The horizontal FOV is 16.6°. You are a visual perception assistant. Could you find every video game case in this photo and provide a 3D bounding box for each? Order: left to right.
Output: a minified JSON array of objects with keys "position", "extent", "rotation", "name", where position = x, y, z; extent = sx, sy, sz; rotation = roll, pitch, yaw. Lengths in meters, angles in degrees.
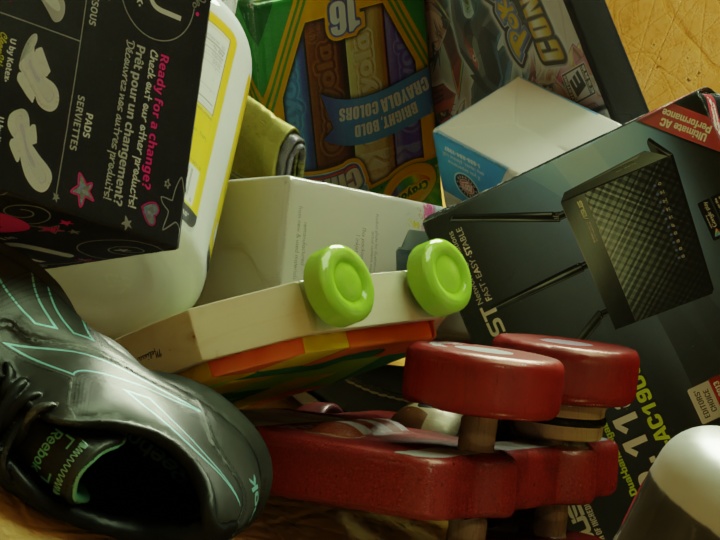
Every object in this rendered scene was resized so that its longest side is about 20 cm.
[{"position":[0.076,-0.137,1.366],"extent":[0.025,0.201,0.181],"rotation":[-21,-3,-27],"name":"video game case"}]

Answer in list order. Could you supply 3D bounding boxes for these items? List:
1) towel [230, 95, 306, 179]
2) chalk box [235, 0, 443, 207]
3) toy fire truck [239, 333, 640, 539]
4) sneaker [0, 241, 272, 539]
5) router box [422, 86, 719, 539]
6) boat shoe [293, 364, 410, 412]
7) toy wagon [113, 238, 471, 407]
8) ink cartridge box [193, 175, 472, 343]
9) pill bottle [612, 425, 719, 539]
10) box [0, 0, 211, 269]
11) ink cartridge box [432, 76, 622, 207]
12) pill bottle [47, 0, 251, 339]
[{"position":[-0.103,-0.063,1.367],"extent":[0.200,0.144,0.023],"rotation":[35,52,28],"name":"towel"},{"position":[-0.038,-0.077,1.431],"extent":[0.124,0.201,0.125],"rotation":[-17,20,-33],"name":"chalk box"},{"position":[0.022,0.080,1.070],"extent":[0.167,0.113,0.200],"rotation":[9,5,28],"name":"toy fire truck"},{"position":[-0.124,0.045,0.938],"extent":[0.199,0.076,0.079],"rotation":[26,14,-2],"name":"sneaker"},{"position":[0.138,0.034,1.165],"extent":[0.201,0.149,0.062],"rotation":[67,19,6],"name":"router box"},{"position":[0.048,0.066,1.264],"extent":[0.199,0.062,0.073],"rotation":[23,15,-13],"name":"boat shoe"},{"position":[-0.024,0.028,1.064],"extent":[0.200,0.155,0.040],"rotation":[-4,76,-51],"name":"toy wagon"},{"position":[0.000,0.000,1.260],"extent":[0.199,0.068,0.117],"rotation":[10,-8,-42],"name":"ink cartridge box"},{"position":[0.134,0.124,0.856],"extent":[0.110,0.201,0.111],"rotation":[26,10,-5],"name":"pill bottle"},{"position":[-0.167,-0.070,1.021],"extent":[0.114,0.133,0.200],"rotation":[17,-16,-39],"name":"box"},{"position":[0.113,0.010,1.323],"extent":[0.067,0.201,0.116],"rotation":[-34,42,-26],"name":"ink cartridge box"},{"position":[-0.113,-0.075,1.175],"extent":[0.112,0.112,0.201],"rotation":[24,49,-16],"name":"pill bottle"}]
